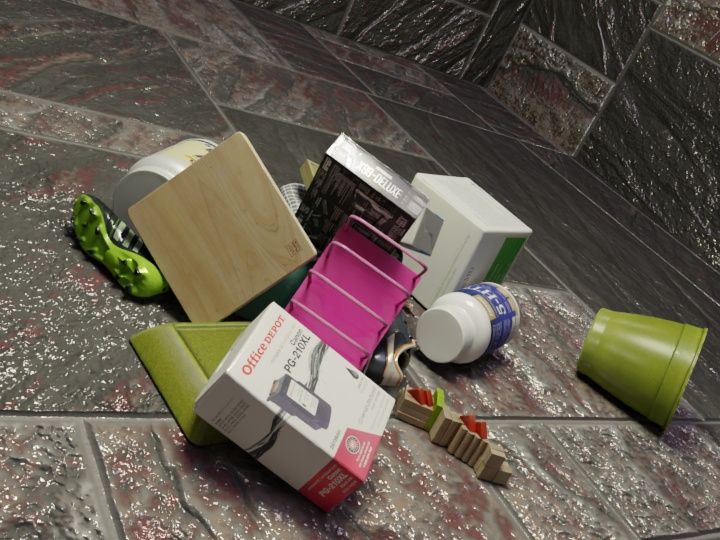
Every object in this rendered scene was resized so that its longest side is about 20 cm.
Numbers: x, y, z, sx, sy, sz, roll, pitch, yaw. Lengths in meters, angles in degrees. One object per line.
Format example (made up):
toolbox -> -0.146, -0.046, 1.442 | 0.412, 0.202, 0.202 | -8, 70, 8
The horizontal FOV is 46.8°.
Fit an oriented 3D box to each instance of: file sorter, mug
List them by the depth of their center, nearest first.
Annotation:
file sorter -> -0.017, 0.044, 1.136 | 0.138, 0.201, 0.125 | 34, -10, 0
mug -> -0.155, -0.019, 1.285 | 0.151, 0.115, 0.185 | 9, 30, -35

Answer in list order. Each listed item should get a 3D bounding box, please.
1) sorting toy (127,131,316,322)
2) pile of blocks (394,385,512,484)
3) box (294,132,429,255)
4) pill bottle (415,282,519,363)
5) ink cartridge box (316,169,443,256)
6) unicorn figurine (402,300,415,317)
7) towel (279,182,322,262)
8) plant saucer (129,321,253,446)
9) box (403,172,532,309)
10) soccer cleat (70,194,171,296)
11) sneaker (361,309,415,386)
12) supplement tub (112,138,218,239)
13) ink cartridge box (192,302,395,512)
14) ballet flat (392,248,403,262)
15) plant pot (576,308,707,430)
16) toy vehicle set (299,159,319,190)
sorting toy -> -0.188, -0.052, 1.167 | 0.201, 0.198, 0.070 | 58, 7, 5
pile of blocks -> 0.140, 0.217, 1.186 | 0.199, 0.063, 0.082 | 35, 25, 15
box -> -0.007, -0.084, 1.226 | 0.157, 0.200, 0.050 | 36, 55, 1
pill bottle -> 0.180, 0.092, 1.411 | 0.119, 0.120, 0.199 | 38, 26, 23
ink cartridge box -> 0.022, -0.092, 1.339 | 0.198, 0.068, 0.115 | 21, 0, 22
unicorn figurine -> -0.005, 0.023, 1.431 | 0.199, 0.074, 0.138 | 35, 19, -25
towel -> -0.057, -0.078, 1.545 | 0.198, 0.086, 0.166 | 15, 27, -26
plant saucer -> -0.164, 0.128, 1.065 | 0.198, 0.048, 0.200 | 3, 34, -44
box -> 0.175, -0.049, 1.587 | 0.170, 0.200, 0.200 | -1, 36, -46
soccer cleat -> -0.344, -0.033, 1.193 | 0.200, 0.068, 0.081 | 46, 19, 23
sneaker -> 0.042, 0.110, 1.283 | 0.079, 0.079, 0.201 | 21, 35, -1
supplement tub -> -0.287, -0.121, 1.314 | 0.144, 0.146, 0.200 | 28, 24, 3
ink cartridge box -> -0.073, 0.157, 0.976 | 0.199, 0.084, 0.145 | 39, 35, -7
ballet flat -> 0.000, 0.000, 1.348 | 0.072, 0.072, 0.200 | 38, 44, 23
plant pot -> 0.517, 0.165, 1.559 | 0.191, 0.202, 0.200 | 23, 21, 21
toy vehicle set -> -0.036, -0.110, 1.483 | 0.124, 0.027, 0.201 | 25, 29, -34
